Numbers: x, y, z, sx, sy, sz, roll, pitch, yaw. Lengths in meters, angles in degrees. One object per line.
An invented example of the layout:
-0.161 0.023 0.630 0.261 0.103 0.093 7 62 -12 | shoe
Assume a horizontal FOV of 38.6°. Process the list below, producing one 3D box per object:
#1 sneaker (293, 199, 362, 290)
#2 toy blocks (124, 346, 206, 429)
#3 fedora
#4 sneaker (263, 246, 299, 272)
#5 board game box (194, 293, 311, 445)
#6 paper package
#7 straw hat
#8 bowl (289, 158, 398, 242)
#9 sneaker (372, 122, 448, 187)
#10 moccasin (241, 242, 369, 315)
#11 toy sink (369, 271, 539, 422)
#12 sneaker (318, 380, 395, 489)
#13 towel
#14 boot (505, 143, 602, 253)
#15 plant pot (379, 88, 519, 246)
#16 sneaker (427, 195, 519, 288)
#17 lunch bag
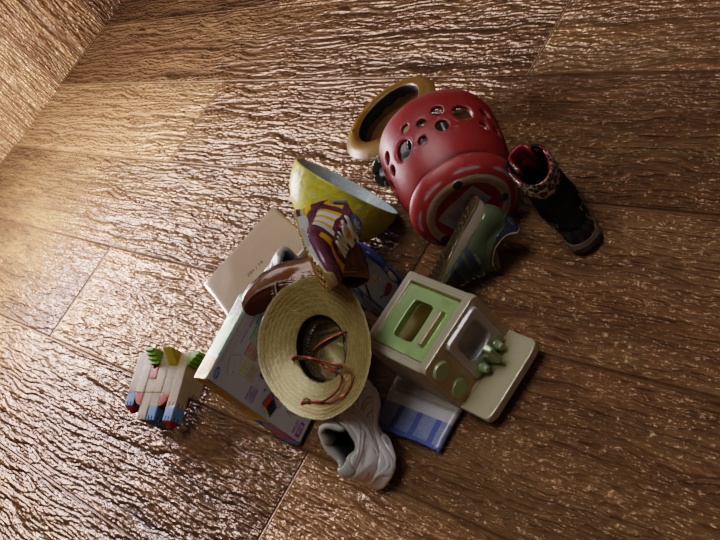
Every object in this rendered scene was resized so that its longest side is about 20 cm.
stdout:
-0.037 -0.048 1.447 0.089 0.076 0.201 -21 33 -1 | sneaker
-0.354 0.220 1.854 0.198 0.100 0.138 -5 64 42 | toy blocks
0.069 -0.261 1.872 0.199 0.082 0.202 -28 36 23 | fedora
-0.075 0.038 1.659 0.078 0.199 0.100 -48 -12 -32 | sneaker
-0.140 0.154 1.592 0.040 0.200 0.154 -4 52 53 | board game box
-0.160 0.016 1.829 0.200 0.103 0.191 -48 36 0 | paper package
-0.047 0.114 1.468 0.199 0.085 0.204 -5 80 30 | straw hat
-0.046 -0.099 1.768 0.109 0.199 0.200 -62 35 9 | bowl
0.116 -0.206 1.774 0.198 0.090 0.079 -19 86 37 | sneaker
-0.081 0.027 1.516 0.199 0.074 0.079 -17 60 5 | moccasin
0.121 0.101 1.419 0.199 0.112 0.131 24 76 49 | toy sink
-0.020 0.213 1.461 0.078 0.099 0.201 -51 41 24 | sneaker
0.111 0.157 1.489 0.146 0.024 0.201 12 67 47 | towel
0.265 -0.127 1.491 0.073 0.151 0.201 -36 37 13 | boot
0.145 -0.150 1.607 0.199 0.200 0.184 -35 46 15 | plant pot
0.168 -0.010 1.548 0.067 0.089 0.202 -85 18 -59 | sneaker
0.000 0.000 1.632 0.076 0.160 0.200 -50 35 -5 | lunch bag
